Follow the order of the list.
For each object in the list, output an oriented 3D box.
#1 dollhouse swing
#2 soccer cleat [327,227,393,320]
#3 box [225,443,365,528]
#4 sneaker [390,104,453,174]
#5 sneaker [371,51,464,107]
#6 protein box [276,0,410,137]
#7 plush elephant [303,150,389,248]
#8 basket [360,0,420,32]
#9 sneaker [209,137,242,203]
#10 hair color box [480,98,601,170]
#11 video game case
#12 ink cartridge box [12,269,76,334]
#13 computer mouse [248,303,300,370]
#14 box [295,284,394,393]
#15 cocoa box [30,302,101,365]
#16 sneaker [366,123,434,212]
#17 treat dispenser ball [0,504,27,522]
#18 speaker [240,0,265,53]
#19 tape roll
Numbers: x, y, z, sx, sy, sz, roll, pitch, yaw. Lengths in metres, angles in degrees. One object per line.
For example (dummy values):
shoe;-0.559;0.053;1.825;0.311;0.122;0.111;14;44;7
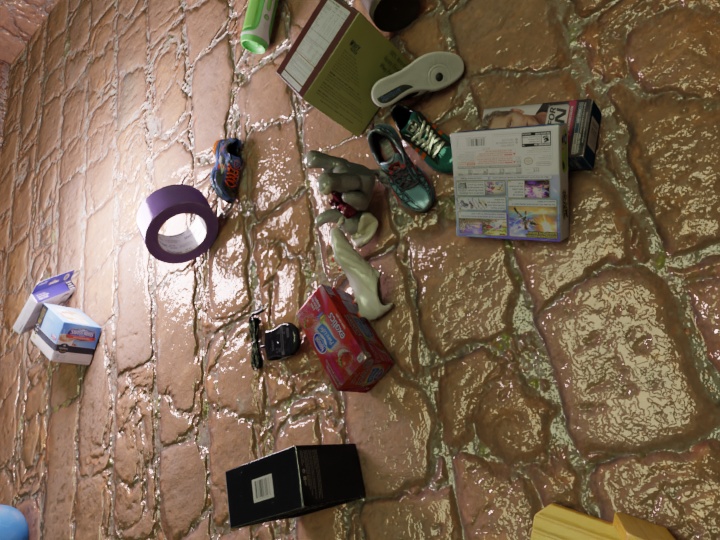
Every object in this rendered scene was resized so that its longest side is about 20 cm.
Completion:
dollhouse swing;0.306;0.428;0.739;0.172;0.181;0.205;10;84;19
soccer cleat;0.000;0.000;1.139;0.076;0.069;0.204;-25;89;18
box;-0.125;0.409;1.076;0.197;0.180;0.106;-28;61;29
sneaker;0.125;-0.264;1.123;0.072;0.079;0.201;-52;52;15
sneaker;0.113;-0.402;1.180;0.195;0.112;0.075;-18;107;5
protein box;-0.036;-0.444;1.228;0.201;0.197;0.135;-52;53;15
plush elephant;-0.033;-0.144;1.184;0.165;0.195;0.158;53;134;49
basket;0.054;-0.654;1.261;0.179;0.134;0.204;-32;63;32
sneaker;-0.359;-0.278;1.530;0.077;0.075;0.205;-19;68;30
hair color box;0.305;-0.231;0.981;0.197;0.060;0.103;6;82;40
video game case;0.253;-0.149;0.963;0.197;0.045;0.186;7;109;40
ink cartridge box;-1.072;0.106;1.938;0.040;0.200;0.202;36;107;0
computer mouse;-0.193;0.140;1.298;0.198;0.045;0.144;-28;65;44
box;-0.034;0.137;1.130;0.096;0.099;0.201;-48;54;18
cocoa box;-0.967;0.207;1.850;0.197;0.132;0.134;20;90;40
sneaker;0.070;-0.196;1.106;0.079;0.095;0.202;-36;88;19
treat dispenser ball;-1.168;0.855;1.791;0.197;0.199;0.206;-12;70;36
speaker;-0.278;-0.720;1.577;0.087;0.088;0.205;7;82;39
tape roll;-0.487;-0.123;1.507;0.201;0.198;0.085;-51;53;15
